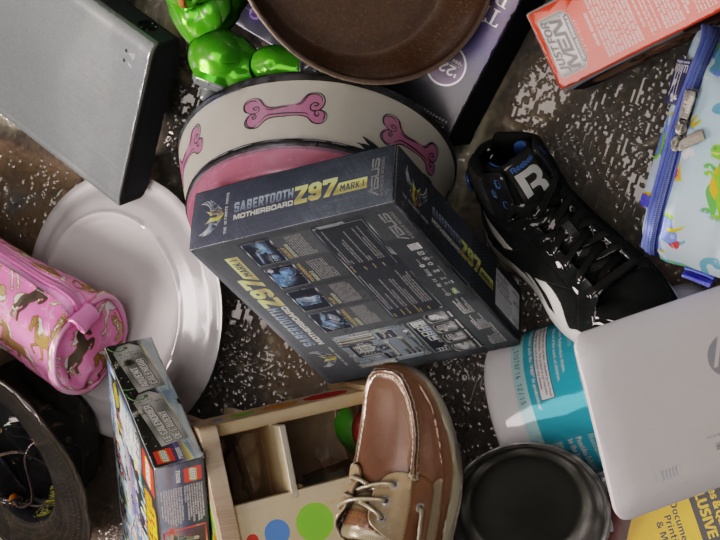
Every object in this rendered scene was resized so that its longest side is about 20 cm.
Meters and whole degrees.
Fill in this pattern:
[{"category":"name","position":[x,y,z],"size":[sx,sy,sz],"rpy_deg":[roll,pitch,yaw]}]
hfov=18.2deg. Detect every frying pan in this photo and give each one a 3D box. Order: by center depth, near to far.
[{"category":"frying pan","position":[0.140,0.142,1.523],"size":[0.115,0.031,0.190],"rpy_deg":[43,106,-13]}]

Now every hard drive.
[{"category":"hard drive","position":[-0.223,-0.159,1.661],"size":[0.199,0.033,0.140],"rpy_deg":[36,128,27]}]

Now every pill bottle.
[{"category":"pill bottle","position":[0.193,0.076,1.560],"size":[0.198,0.111,0.112],"rpy_deg":[-18,89,18]}]

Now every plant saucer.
[{"category":"plant saucer","position":[-0.002,-0.222,1.511],"size":[0.199,0.037,0.203],"rpy_deg":[3,83,-24]}]

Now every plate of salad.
[{"category":"plate of salad","position":[-0.174,0.026,1.698],"size":[0.199,0.048,0.202],"rpy_deg":[3,94,37]}]

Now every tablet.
[{"category":"tablet","position":[0.244,0.075,1.484],"size":[0.198,0.014,0.131],"rpy_deg":[-18,101,-14]}]

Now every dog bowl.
[{"category":"dog bowl","position":[-0.033,-0.049,1.571],"size":[0.198,0.201,0.074],"rpy_deg":[-6,55,17]}]

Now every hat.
[{"category":"hat","position":[-0.251,0.122,1.702],"size":[0.200,0.081,0.202],"rpy_deg":[31,141,28]}]

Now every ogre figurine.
[{"category":"ogre figurine","position":[-0.080,-0.200,1.556],"size":[0.119,0.098,0.201],"rpy_deg":[-21,104,1]}]

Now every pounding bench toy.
[{"category":"pounding bench toy","position":[-0.051,0.151,1.642],"size":[0.155,0.200,0.125],"rpy_deg":[-13,93,-15]}]

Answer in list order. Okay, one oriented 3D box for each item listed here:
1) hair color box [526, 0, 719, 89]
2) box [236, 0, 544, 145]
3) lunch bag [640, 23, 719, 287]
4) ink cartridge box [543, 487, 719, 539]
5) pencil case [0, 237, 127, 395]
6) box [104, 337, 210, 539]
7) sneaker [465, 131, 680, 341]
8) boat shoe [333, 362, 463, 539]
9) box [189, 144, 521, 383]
[{"category":"hair color box","position":[0.222,-0.192,1.534],"size":[0.199,0.101,0.062],"rpy_deg":[-25,87,18]},{"category":"box","position":[0.018,-0.198,1.610],"size":[0.199,0.079,0.142],"rpy_deg":[31,105,13]},{"category":"lunch bag","position":[0.244,-0.075,1.484],"size":[0.082,0.200,0.162],"rpy_deg":[17,99,15]},{"category":"ink cartridge box","position":[0.243,0.226,1.571],"size":[0.174,0.084,0.202],"rpy_deg":[-20,88,18]},{"category":"pencil case","position":[-0.263,0.018,1.683],"size":[0.199,0.086,0.083],"rpy_deg":[30,92,31]},{"category":"box","position":[-0.143,0.169,1.619],"size":[0.040,0.137,0.201],"rpy_deg":[-13,129,-16]},{"category":"sneaker","position":[0.133,-0.025,1.524],"size":[0.073,0.112,0.200],"rpy_deg":[-38,43,-12]},{"category":"boat shoe","position":[0.022,0.163,1.509],"size":[0.075,0.071,0.202],"rpy_deg":[-3,90,44]},{"category":"box","position":[0.000,0.000,1.528],"size":[0.157,0.200,0.051],"rpy_deg":[-14,54,26]}]
